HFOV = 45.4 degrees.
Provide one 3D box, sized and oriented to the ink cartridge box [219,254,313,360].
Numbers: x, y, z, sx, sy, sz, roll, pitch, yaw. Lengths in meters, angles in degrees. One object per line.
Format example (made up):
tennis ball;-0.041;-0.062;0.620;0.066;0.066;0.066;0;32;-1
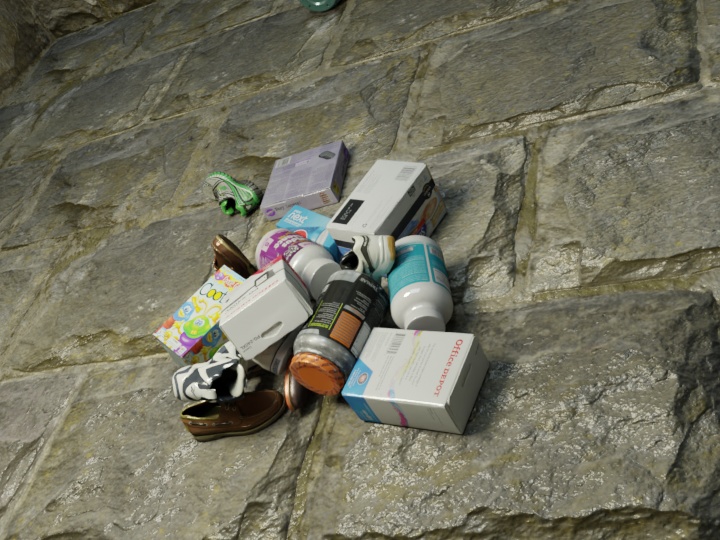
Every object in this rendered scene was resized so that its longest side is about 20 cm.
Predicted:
ink cartridge box;-0.171;0.062;1.543;0.145;0.084;0.200;-36;14;1

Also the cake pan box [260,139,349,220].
cake pan box;-0.133;-0.212;2.026;0.199;0.052;0.185;-14;39;21

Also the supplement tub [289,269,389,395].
supplement tub;-0.038;0.108;1.495;0.122;0.123;0.201;1;48;35

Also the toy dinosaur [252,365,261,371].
toy dinosaur;-0.217;0.168;1.651;0.199;0.058;0.101;-36;38;-5

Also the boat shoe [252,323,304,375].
boat shoe;-0.144;0.122;1.585;0.069;0.071;0.200;21;30;8

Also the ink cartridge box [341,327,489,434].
ink cartridge box;0.092;0.177;1.404;0.199;0.085;0.145;0;48;36

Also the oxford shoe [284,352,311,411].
oxford shoe;-0.079;0.165;1.551;0.072;0.071;0.201;0;48;26

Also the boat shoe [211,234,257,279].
boat shoe;-0.272;-0.014;1.802;0.068;0.200;0.072;-44;72;-7

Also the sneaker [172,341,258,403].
sneaker;-0.219;0.181;1.520;0.129;0.080;0.198;6;16;42

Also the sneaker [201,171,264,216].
sneaker;-0.329;-0.185;2.109;0.199;0.078;0.085;15;57;43

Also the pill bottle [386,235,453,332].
pill bottle;0.104;0.037;1.530;0.110;0.111;0.201;-21;38;14

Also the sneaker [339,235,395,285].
sneaker;0.000;0.000;1.578;0.087;0.201;0.076;6;49;-11

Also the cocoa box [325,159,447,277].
cocoa box;0.055;-0.103;1.704;0.133;0.132;0.200;11;54;41

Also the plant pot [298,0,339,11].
plant pot;-0.127;-0.914;2.701;0.199;0.201;0.162;-11;52;25

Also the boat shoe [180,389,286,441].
boat shoe;-0.233;0.255;1.554;0.199;0.068;0.072;-21;38;13

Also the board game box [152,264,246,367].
board game box;-0.294;0.107;1.722;0.105;0.103;0.200;29;67;37

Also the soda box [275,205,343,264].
soda box;-0.091;-0.075;1.831;0.068;0.064;0.199;-45;39;-18

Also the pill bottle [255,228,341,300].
pill bottle;-0.120;-0.008;1.736;0.112;0.113;0.200;-44;39;-16
